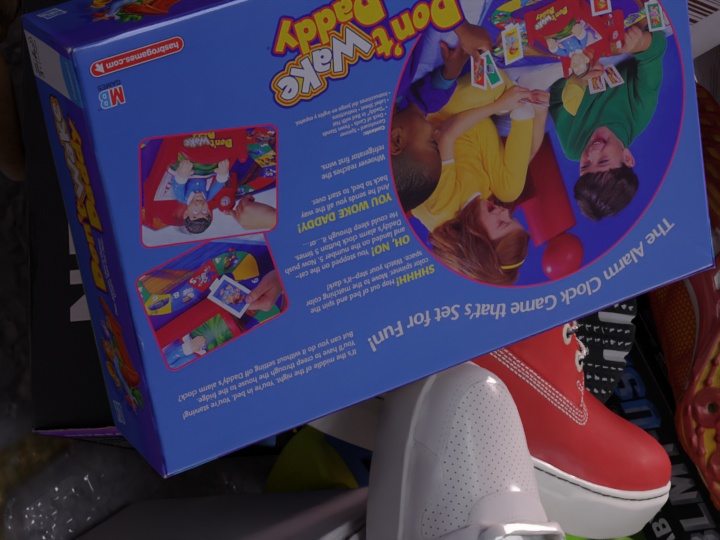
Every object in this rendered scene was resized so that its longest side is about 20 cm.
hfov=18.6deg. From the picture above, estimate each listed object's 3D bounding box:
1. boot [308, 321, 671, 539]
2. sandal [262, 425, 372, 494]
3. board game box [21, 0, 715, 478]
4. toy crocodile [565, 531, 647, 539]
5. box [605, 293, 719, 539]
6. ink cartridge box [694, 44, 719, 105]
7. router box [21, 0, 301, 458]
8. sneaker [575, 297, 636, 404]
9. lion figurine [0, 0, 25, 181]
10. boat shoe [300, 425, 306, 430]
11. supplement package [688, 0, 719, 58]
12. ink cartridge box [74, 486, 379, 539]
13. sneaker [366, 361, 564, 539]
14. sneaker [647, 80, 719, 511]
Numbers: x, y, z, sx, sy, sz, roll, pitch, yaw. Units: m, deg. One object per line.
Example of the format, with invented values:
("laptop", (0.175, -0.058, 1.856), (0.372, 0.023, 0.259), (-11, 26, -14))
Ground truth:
("boot", (0.066, 0.008, 0.783), (0.199, 0.072, 0.145), (25, 96, -40))
("sandal", (0.033, 0.141, 0.809), (0.087, 0.079, 0.201), (-31, 98, -33))
("board game box", (0.009, -0.037, 0.671), (0.198, 0.045, 0.136), (-19, 115, -21))
("toy crocodile", (0.062, 0.129, 0.922), (0.199, 0.067, 0.062), (-11, 90, -48))
("box", (0.169, 0.039, 1.020), (0.198, 0.050, 0.201), (-19, 79, -54))
("ink cartridge box", (0.170, -0.096, 0.961), (0.200, 0.040, 0.202), (59, 11, -73))
("router box", (-0.067, -0.038, 0.776), (0.149, 0.051, 0.202), (23, 63, -72))
("sneaker", (0.059, -0.023, 0.917), (0.073, 0.080, 0.202), (20, 54, -44))
("lion figurine", (-0.166, -0.060, 0.694), (0.200, 0.072, 0.123), (-54, 136, -47))
("boat shoe", (0.000, 0.000, 0.883), (0.060, 0.071, 0.202), (87, -2, -68))
("supplement package", (0.096, -0.192, 0.834), (0.117, 0.116, 0.202), (8, 59, -54))
("ink cartridge box", (-0.025, 0.182, 0.756), (0.085, 0.147, 0.202), (-29, 105, -46))
("sneaker", (0.066, 0.121, 0.674), (0.073, 0.115, 0.202), (2, 79, -45))
("sneaker", (0.155, 0.012, 0.929), (0.077, 0.072, 0.202), (25, 51, -81))
